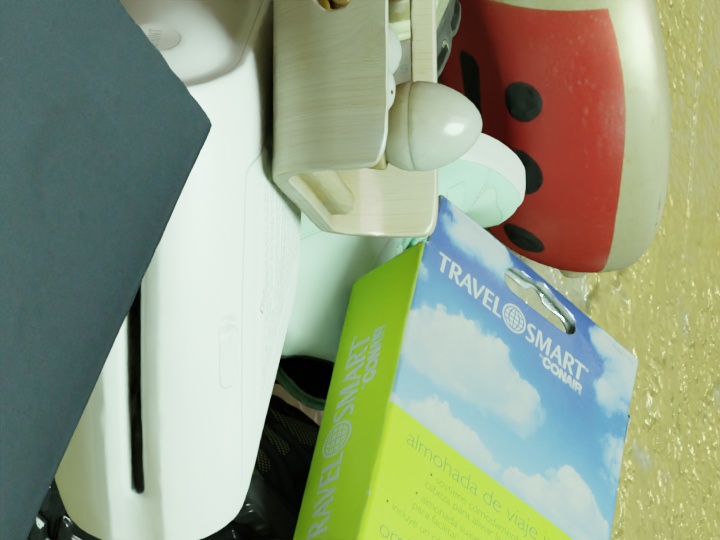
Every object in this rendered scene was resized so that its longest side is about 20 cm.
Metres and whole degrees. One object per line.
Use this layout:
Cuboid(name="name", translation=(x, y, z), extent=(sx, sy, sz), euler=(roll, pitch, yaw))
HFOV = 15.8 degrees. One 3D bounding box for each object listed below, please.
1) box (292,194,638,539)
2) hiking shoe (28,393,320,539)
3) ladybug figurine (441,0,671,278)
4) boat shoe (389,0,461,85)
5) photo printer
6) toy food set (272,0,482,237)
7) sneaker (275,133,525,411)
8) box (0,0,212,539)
Cuboid(name="box", translation=(0.039, 0.084, 0.956), extent=(0.122, 0.048, 0.200), euler=(39, 42, -26))
Cuboid(name="hiking shoe", translation=(-0.056, 0.084, 0.972), extent=(0.200, 0.076, 0.101), euler=(31, 20, -32))
Cuboid(name="ladybug figurine", translation=(0.082, -0.082, 1.158), extent=(0.072, 0.136, 0.200), euler=(-18, 118, -19))
Cuboid(name="boat shoe", translation=(0.005, -0.112, 1.071), extent=(0.200, 0.073, 0.065), euler=(-70, 164, -68))
Cuboid(name="photo printer", translation=(-0.060, -0.016, 0.852), extent=(0.200, 0.069, 0.167), euler=(-80, 172, -66))
Cuboid(name="toy food set", translation=(0.008, -0.092, 0.860), extent=(0.200, 0.060, 0.144), euler=(52, 38, -83))
Cuboid(name="sneaker", translation=(-0.001, 0.000, 1.058), extent=(0.200, 0.074, 0.118), euler=(3, 80, -51))
Cuboid(name="box", translation=(-0.175, 0.008, 0.688), extent=(0.117, 0.200, 0.197), euler=(52, 45, -36))
